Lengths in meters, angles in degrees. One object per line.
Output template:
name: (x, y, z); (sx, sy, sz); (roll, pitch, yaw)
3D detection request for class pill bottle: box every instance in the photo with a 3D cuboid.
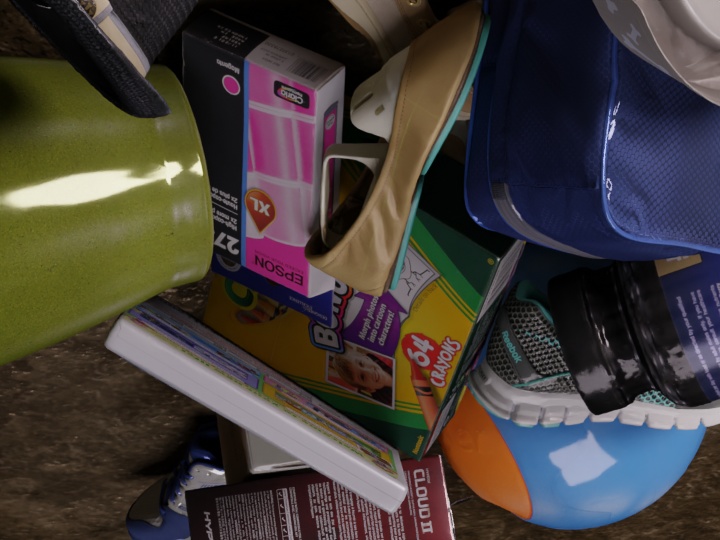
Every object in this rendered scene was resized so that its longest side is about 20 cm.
pill bottle: (0.214, 0.012, 1.199); (0.199, 0.112, 0.112); (-20, 149, 14)

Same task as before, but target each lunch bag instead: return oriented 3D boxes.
lunch bag: (0.136, -0.107, 1.128); (0.135, 0.201, 0.132); (11, 175, -38)

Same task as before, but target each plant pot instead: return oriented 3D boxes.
plant pot: (-0.191, -0.039, 1.200); (0.192, 0.201, 0.201); (-11, 154, -17)

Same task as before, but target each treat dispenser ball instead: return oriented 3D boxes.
treat dispenser ball: (0.145, 0.078, 1.454); (0.200, 0.202, 0.201); (-5, 152, -3)

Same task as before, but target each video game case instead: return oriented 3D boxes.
video game case: (-0.063, 0.077, 1.306); (0.199, 0.022, 0.182); (31, -176, -4)

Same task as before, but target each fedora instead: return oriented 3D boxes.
fedora: (-0.140, -0.171, 1.026); (0.092, 0.200, 0.201); (-44, 150, -7)

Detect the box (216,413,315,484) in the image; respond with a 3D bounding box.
box: (-0.056, 0.104, 1.506); (0.077, 0.096, 0.200); (-7, 170, -10)

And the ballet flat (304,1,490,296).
ballet flat: (0.014, -0.066, 1.143); (0.063, 0.069, 0.201); (17, 128, -4)

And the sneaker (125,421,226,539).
sneaker: (-0.123, 0.160, 1.697); (0.199, 0.076, 0.088); (-29, 134, 23)

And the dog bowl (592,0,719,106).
dog bowl: (0.188, -0.181, 1.024); (0.199, 0.201, 0.059); (16, -176, -36)

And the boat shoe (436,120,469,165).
boat shoe: (0.033, -0.043, 1.338); (0.071, 0.077, 0.200); (-4, 151, -6)

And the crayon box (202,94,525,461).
crayon box: (0.000, 0.000, 1.296); (0.172, 0.058, 0.201); (31, 138, 12)

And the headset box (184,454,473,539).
headset box: (-0.018, 0.181, 1.480); (0.199, 0.078, 0.149); (-9, 172, -2)

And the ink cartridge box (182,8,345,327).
ink cartridge box: (-0.059, -0.051, 1.233); (0.094, 0.037, 0.201); (25, 137, 23)

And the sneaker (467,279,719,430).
sneaker: (0.169, 0.046, 1.303); (0.199, 0.078, 0.092); (-2, 120, -19)

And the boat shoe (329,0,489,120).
boat shoe: (0.041, -0.147, 1.152); (0.069, 0.074, 0.200); (-15, 150, 26)
